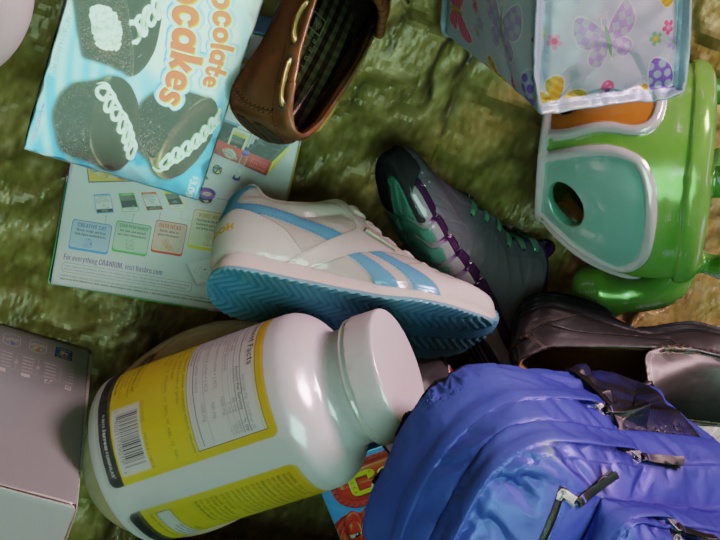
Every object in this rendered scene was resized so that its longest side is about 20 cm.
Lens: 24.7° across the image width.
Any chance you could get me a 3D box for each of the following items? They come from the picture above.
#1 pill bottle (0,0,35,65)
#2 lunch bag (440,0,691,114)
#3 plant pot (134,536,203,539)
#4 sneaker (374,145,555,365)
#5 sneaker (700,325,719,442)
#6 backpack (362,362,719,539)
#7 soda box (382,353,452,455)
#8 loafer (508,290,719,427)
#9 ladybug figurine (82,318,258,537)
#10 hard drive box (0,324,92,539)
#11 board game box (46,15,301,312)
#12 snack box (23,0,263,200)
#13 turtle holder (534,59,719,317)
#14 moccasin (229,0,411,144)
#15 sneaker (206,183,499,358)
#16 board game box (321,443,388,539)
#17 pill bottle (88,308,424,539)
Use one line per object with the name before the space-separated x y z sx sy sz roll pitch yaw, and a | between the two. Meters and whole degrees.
pill bottle | -0.240 -0.176 0.944 0.111 0.201 0.114 -3 116 -6
lunch bag | 0.118 -0.217 0.985 0.125 0.170 0.202 -6 116 -17
plant pot | -0.060 0.281 1.174 0.197 0.187 0.189 -2 116 2
sneaker | 0.083 -0.021 1.143 0.087 0.074 0.201 -37 122 -10
sneaker | 0.219 0.122 1.184 0.198 0.078 0.100 -22 129 -25
backpack | 0.117 0.144 0.969 0.198 0.168 0.164 15 106 -33
soda box | 0.050 0.110 1.134 0.070 0.063 0.201 -35 82 0
loafer | 0.192 0.074 1.093 0.197 0.072 0.074 11 116 9
ladybug figurine | -0.108 0.104 1.156 0.199 0.072 0.136 -36 105 17
hard drive box | -0.241 0.155 1.099 0.076 0.200 0.157 17 111 -15
board game box | -0.118 -0.076 1.095 0.151 0.040 0.202 10 113 -12
snack box | -0.125 -0.155 1.014 0.115 0.037 0.202 15 107 -14
turtle holder | 0.184 -0.059 1.105 0.130 0.143 0.186 4 156 7
moccasin | -0.008 -0.170 1.012 0.074 0.077 0.203 44 70 -37
sneaker | 0.000 0.000 1.075 0.198 0.082 0.077 16 144 -16
board game box | 0.083 0.180 1.232 0.198 0.056 0.198 -20 116 3
pill bottle | -0.064 0.093 1.038 0.198 0.112 0.113 -19 117 19
